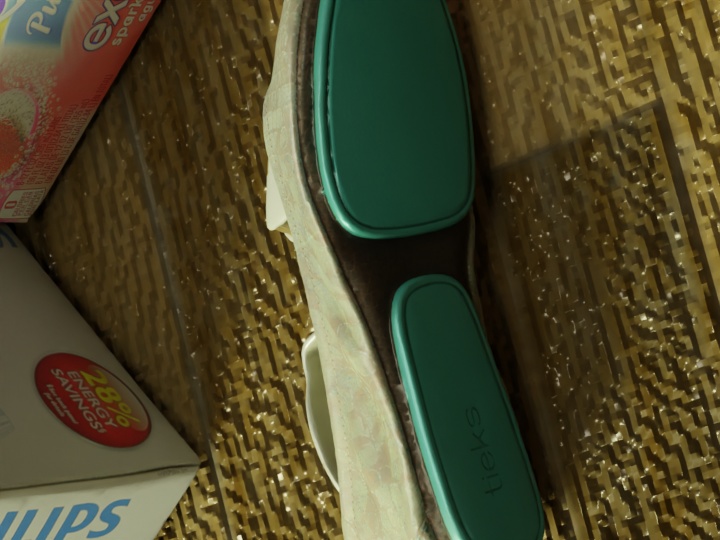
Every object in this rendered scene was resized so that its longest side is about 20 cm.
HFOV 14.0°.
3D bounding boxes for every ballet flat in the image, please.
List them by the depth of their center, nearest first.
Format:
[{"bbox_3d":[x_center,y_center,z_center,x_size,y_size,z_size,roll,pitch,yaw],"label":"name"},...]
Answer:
[{"bbox_3d":[0.000,0.000,0.828,0.062,0.067,0.200,-18,79,46],"label":"ballet flat"}]

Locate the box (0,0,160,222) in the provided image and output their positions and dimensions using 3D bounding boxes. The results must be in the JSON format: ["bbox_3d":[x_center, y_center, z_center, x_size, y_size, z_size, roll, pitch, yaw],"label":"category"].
[{"bbox_3d":[-0.114,-0.121,0.894,0.103,0.095,0.200,47,117,27],"label":"box"}]

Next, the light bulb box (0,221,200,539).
[{"bbox_3d":[-0.191,0.070,0.937,0.198,0.125,0.200,48,118,27],"label":"light bulb box"}]
